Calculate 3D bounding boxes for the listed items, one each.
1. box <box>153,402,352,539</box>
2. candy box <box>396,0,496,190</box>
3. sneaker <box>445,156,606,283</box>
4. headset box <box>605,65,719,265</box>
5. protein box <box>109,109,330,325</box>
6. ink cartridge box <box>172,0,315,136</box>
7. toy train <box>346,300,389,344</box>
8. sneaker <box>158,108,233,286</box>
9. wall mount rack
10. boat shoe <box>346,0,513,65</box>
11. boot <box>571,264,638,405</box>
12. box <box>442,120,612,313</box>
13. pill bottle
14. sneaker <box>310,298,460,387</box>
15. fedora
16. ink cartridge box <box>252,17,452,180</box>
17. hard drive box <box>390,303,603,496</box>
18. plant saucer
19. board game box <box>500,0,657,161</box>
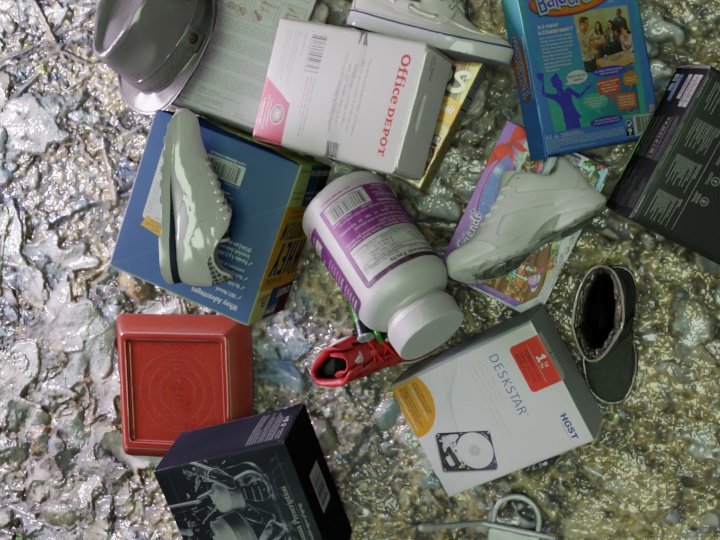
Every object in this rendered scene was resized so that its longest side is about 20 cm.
[{"bbox_3d":[-0.132,0.296,1.146,0.181,0.104,0.202,-16,105,16],"label":"box"},{"bbox_3d":[0.072,-0.212,1.088,0.115,0.055,0.201,29,102,11],"label":"candy box"},{"bbox_3d":[0.172,-0.060,1.019,0.199,0.078,0.100,-29,73,-12],"label":"sneaker"},{"bbox_3d":[0.402,-0.099,0.974,0.199,0.093,0.175,24,101,-6],"label":"headset box"},{"bbox_3d":[-0.172,-0.069,1.123,0.197,0.135,0.202,22,100,11],"label":"protein box"},{"bbox_3d":[-0.151,-0.286,1.152,0.161,0.057,0.202,21,83,11],"label":"ink cartridge box"},{"bbox_3d":[0.000,0.000,1.092,0.056,0.042,0.201,-16,61,3],"label":"toy train"},{"bbox_3d":[-0.185,-0.082,1.026,0.080,0.076,0.202,1,100,3],"label":"sneaker"},{"bbox_3d":[0.155,0.378,1.117,0.172,0.075,0.202,7,97,13],"label":"wall mount rack"},{"bbox_3d":[0.083,-0.286,1.018,0.198,0.071,0.070,20,101,19],"label":"boat shoe"},{"bbox_3d":[0.272,0.077,0.991,0.072,0.200,0.184,-2,95,15],"label":"boot"},{"bbox_3d":[0.195,-0.060,1.080,0.136,0.039,0.201,27,102,9],"label":"box"},{"bbox_3d":[0.027,-0.005,1.002,0.112,0.112,0.201,-40,64,15],"label":"pill bottle"},{"bbox_3d":[0.029,0.096,1.099,0.199,0.115,0.079,-32,89,17],"label":"sneaker"},{"bbox_3d":[-0.267,-0.303,1.113,0.177,0.090,0.201,40,100,39],"label":"fedora"},{"bbox_3d":[-0.011,-0.197,1.040,0.199,0.083,0.148,18,96,27],"label":"ink cartridge box"},{"bbox_3d":[0.161,0.156,1.073,0.199,0.077,0.157,-30,90,26],"label":"hard drive box"},{"bbox_3d":[-0.244,0.161,1.217,0.198,0.037,0.202,0,96,15],"label":"plant saucer"},{"bbox_3d":[0.248,-0.237,1.013,0.151,0.045,0.202,-11,93,-14],"label":"board game box"}]
